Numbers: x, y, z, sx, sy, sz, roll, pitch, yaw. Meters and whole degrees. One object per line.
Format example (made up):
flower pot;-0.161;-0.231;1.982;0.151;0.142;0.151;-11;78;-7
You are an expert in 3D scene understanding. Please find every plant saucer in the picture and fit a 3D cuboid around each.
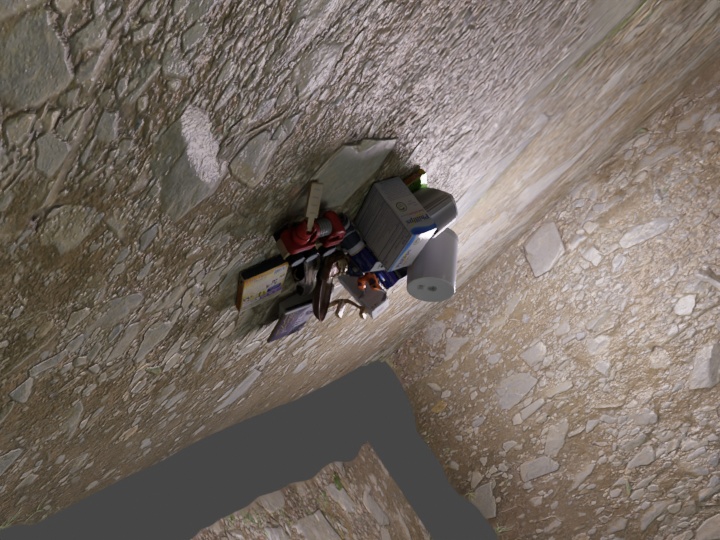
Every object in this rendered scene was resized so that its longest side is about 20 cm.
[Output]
plant saucer;-0.124;0.067;1.775;0.032;0.201;0.200;7;163;8

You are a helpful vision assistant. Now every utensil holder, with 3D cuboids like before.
utensil holder;0.237;-0.020;1.788;0.169;0.201;0.170;5;148;3

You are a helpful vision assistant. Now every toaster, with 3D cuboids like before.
toaster;0.203;-0.176;1.644;0.129;0.200;0.114;-36;122;-20

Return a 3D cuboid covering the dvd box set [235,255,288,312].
dvd box set;-0.286;0.040;1.572;0.146;0.029;0.200;-27;160;-28

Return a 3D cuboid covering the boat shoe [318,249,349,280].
boat shoe;-0.073;-0.019;1.642;0.200;0.073;0.076;-65;175;-69

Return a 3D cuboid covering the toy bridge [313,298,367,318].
toy bridge;-0.069;0.130;1.876;0.027;0.199;0.067;61;38;-44

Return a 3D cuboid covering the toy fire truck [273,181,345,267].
toy fire truck;-0.112;-0.124;1.390;0.176;0.129;0.200;-20;165;-44

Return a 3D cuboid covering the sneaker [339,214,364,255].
sneaker;-0.047;-0.110;1.613;0.070;0.109;0.200;-39;-168;-1

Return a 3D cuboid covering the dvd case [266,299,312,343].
dvd case;-0.230;0.171;1.869;0.148;0.016;0.200;-18;153;-41

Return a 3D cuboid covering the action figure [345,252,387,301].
action figure;0.000;0.000;1.785;0.104;0.194;0.200;-31;-156;-26

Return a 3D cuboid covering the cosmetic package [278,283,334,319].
cosmetic package;-0.191;0.117;1.913;0.199;0.052;0.151;-29;158;-22

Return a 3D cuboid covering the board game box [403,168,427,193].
board game box;0.168;-0.246;1.727;0.095;0.030;0.200;-35;159;-3

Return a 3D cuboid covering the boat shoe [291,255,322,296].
boat shoe;-0.176;0.007;1.656;0.073;0.075;0.200;-14;144;-30

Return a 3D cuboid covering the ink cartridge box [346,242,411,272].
ink cartridge box;0.064;-0.047;1.684;0.199;0.100;0.039;-10;134;-36

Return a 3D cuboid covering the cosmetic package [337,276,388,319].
cosmetic package;0.005;0.064;1.901;0.081;0.200;0.113;-39;165;-9

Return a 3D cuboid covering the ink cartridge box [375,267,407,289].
ink cartridge box;0.140;-0.017;1.876;0.199;0.100;0.039;-28;160;-30

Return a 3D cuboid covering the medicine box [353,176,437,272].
medicine box;0.096;-0.133;1.584;0.103;0.200;0.182;-22;157;-35
